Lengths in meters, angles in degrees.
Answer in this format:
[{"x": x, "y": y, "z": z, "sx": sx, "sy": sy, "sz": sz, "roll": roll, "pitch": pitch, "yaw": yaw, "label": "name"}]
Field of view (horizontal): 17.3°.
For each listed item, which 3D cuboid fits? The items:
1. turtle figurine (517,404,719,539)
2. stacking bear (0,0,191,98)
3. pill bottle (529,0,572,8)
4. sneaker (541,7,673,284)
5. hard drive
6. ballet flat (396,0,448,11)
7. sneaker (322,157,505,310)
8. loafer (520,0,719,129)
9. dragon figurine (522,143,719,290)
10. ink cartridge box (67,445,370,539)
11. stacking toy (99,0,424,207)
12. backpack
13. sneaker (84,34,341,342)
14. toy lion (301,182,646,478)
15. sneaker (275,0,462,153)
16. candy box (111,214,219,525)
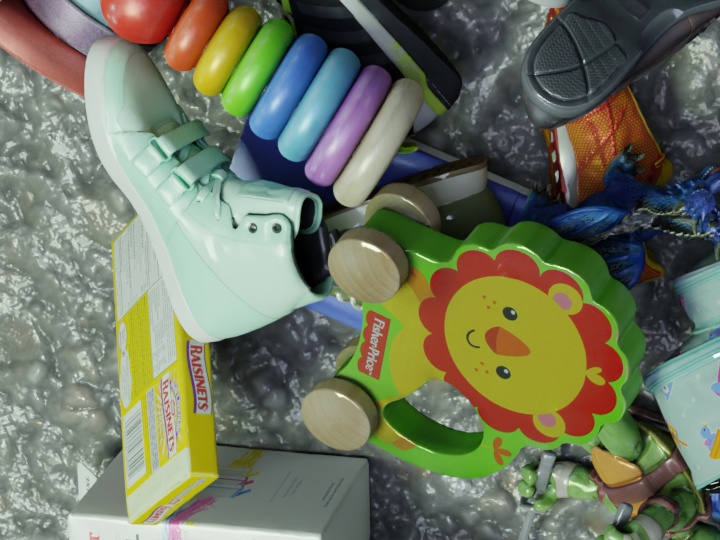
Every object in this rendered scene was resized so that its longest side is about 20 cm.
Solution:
[{"x": 0.132, "y": 0.135, "z": 1.494, "sx": 0.200, "sy": 0.144, "sz": 0.194, "roll": -25, "pitch": 100, "yaw": 18, "label": "turtle figurine"}, {"x": -0.137, "y": -0.214, "z": 1.465, "sx": 0.114, "sy": 0.121, "sz": 0.200, "roll": 39, "pitch": 107, "yaw": 2, "label": "stacking bear"}, {"x": 0.127, "y": -0.262, "z": 1.361, "sx": 0.116, "sy": 0.116, "sz": 0.200, "roll": 35, "pitch": 107, "yaw": 1, "label": "pill bottle"}, {"x": 0.151, "y": -0.085, "z": 1.460, "sx": 0.077, "sy": 0.073, "sz": 0.200, "roll": -10, "pitch": 112, "yaw": -4, "label": "sneaker"}, {"x": 0.007, "y": -0.026, "z": 1.533, "sx": 0.200, "sy": 0.025, "sz": 0.132, "roll": 23, "pitch": 114, "yaw": 6, "label": "hard drive"}, {"x": 0.012, "y": -0.248, "z": 1.428, "sx": 0.068, "sy": 0.068, "sz": 0.200, "roll": -5, "pitch": 108, "yaw": 23, "label": "ballet flat"}, {"x": 0.000, "y": 0.000, "z": 1.492, "sx": 0.200, "sy": 0.067, "sz": 0.090, "roll": -18, "pitch": 99, "yaw": 17, "label": "sneaker"}, {"x": 0.169, "y": -0.156, "z": 1.392, "sx": 0.200, "sy": 0.063, "sz": 0.072, "roll": -40, "pitch": 79, "yaw": -14, "label": "loafer"}, {"x": 0.134, "y": -0.018, "z": 1.391, "sx": 0.200, "sy": 0.099, "sz": 0.059, "roll": -22, "pitch": 109, "yaw": 10, "label": "dragon figurine"}, {"x": -0.103, "y": 0.200, "z": 1.591, "sx": 0.200, "sy": 0.125, "sz": 0.129, "roll": 3, "pitch": 110, "yaw": 14, "label": "ink cartridge box"}, {"x": -0.066, "y": -0.121, "z": 1.402, "sx": 0.200, "sy": 0.085, "sz": 0.085, "roll": 31, "pitch": 115, "yaw": -4, "label": "stacking toy"}, {"x": 0.267, "y": 0.044, "z": 1.409, "sx": 0.200, "sy": 0.176, "sz": 0.153, "roll": -38, "pitch": 79, "yaw": 25, "label": "backpack"}, {"x": -0.083, "y": -0.061, "z": 1.425, "sx": 0.118, "sy": 0.074, "sz": 0.201, "roll": -16, "pitch": 105, "yaw": 33, "label": "sneaker"}, {"x": 0.072, "y": 0.049, "z": 1.406, "sx": 0.191, "sy": 0.069, "sz": 0.200, "roll": 25, "pitch": 133, "yaw": 15, "label": "toy lion"}, {"x": -0.023, "y": -0.146, "z": 1.446, "sx": 0.083, "sy": 0.072, "sz": 0.200, "roll": -42, "pitch": 110, "yaw": 10, "label": "sneaker"}, {"x": -0.126, "y": 0.052, "z": 1.511, "sx": 0.026, "sy": 0.200, "sz": 0.102, "roll": 8, "pitch": 154, "yaw": -29, "label": "candy box"}]
